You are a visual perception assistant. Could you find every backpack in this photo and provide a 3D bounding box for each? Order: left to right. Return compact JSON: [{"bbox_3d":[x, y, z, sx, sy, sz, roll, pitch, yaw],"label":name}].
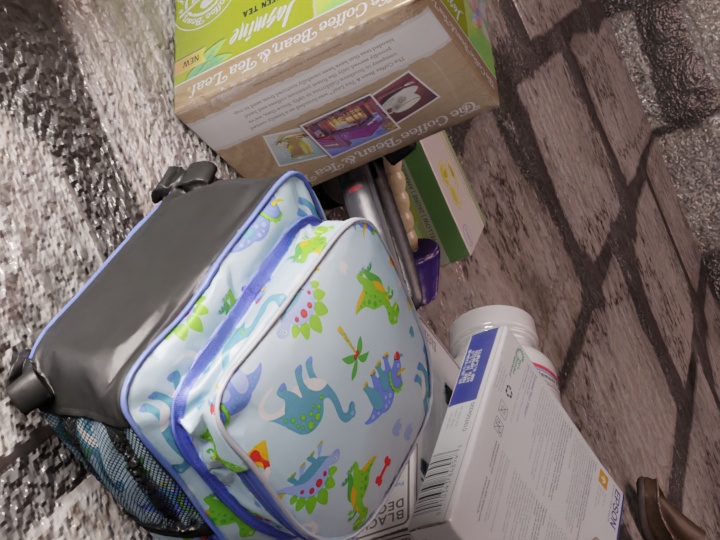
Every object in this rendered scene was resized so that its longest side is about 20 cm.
[{"bbox_3d":[-0.051,0.070,0.659,0.184,0.145,0.201,-55,136,-32],"label":"backpack"}]

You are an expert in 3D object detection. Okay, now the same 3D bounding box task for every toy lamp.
[{"bbox_3d":[0.033,-0.065,1.071,0.058,0.057,0.203,-64,146,-61],"label":"toy lamp"}]

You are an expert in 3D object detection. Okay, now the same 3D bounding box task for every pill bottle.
[{"bbox_3d":[0.127,0.137,1.089,0.109,0.108,0.202,44,33,-46],"label":"pill bottle"}]

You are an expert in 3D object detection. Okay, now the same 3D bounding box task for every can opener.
[{"bbox_3d":[0.008,-0.063,0.964,0.063,0.078,0.203,16,58,-50],"label":"can opener"}]

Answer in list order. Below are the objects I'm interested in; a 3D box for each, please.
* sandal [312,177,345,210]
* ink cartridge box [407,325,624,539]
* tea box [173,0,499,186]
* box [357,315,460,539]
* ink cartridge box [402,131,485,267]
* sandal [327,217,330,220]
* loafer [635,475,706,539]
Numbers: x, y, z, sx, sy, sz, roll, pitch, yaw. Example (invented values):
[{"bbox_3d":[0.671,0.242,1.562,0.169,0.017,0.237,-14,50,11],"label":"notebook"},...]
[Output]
[{"bbox_3d":[-0.031,-0.151,1.049,0.075,0.047,0.204,20,54,-61],"label":"sandal"},{"bbox_3d":[0.125,0.180,0.927,0.201,0.043,0.197,54,37,-24],"label":"ink cartridge box"},{"bbox_3d":[-0.021,-0.190,0.906,0.134,0.198,0.199,41,35,-48],"label":"tea box"},{"bbox_3d":[0.043,0.148,0.951,0.117,0.059,0.202,50,29,-38],"label":"box"},{"bbox_3d":[0.061,-0.070,1.196,0.147,0.047,0.200,65,20,-14],"label":"ink cartridge box"},{"bbox_3d":[0.000,0.000,0.999,0.200,0.042,0.077,32,43,-56],"label":"sandal"},{"bbox_3d":[0.423,0.346,1.638,0.201,0.070,0.073,58,25,-26],"label":"loafer"}]
